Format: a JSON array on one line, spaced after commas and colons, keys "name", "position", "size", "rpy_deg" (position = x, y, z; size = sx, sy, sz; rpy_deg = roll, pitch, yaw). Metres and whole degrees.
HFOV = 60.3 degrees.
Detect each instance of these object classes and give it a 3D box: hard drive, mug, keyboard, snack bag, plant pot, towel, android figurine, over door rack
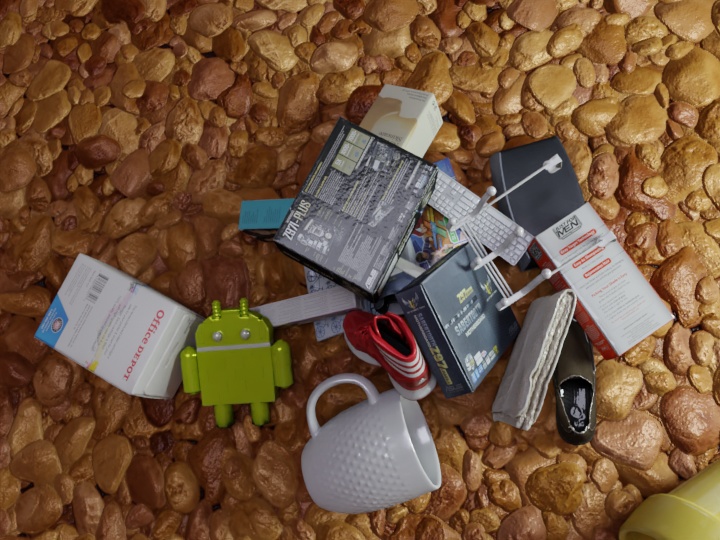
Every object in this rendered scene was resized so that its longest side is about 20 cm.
[{"name": "hard drive", "position": [0.289, -0.112, 0.990], "size": [0.132, 0.042, 0.204], "rpy_deg": [-14, 74, 6]}, {"name": "mug", "position": [-0.001, 0.244, 0.889], "size": [0.173, 0.148, 0.203], "rpy_deg": [-24, 97, 12]}, {"name": "keyboard", "position": [0.178, -0.088, 0.979], "size": [0.199, 0.011, 0.057], "rpy_deg": [39, 91, 17]}, {"name": "snack bag", "position": [0.000, 0.000, 1.003], "size": [0.196, 0.021, 0.193], "rpy_deg": [-16, 74, 19]}, {"name": "plant pot", "position": [0.466, 0.341, 0.782], "size": [0.188, 0.202, 0.201], "rpy_deg": [-36, 72, -18]}, {"name": "towel", "position": [0.245, 0.127, 0.893], "size": [0.034, 0.133, 0.204], "rpy_deg": [22, 80, -1]}, {"name": "android figurine", "position": [-0.195, 0.145, 0.978], "size": [0.178, 0.041, 0.205], "rpy_deg": [-3, 96, 5]}, {"name": "over door rack", "position": [0.238, -0.060, 0.861], "size": [0.198, 0.067, 0.149], "rpy_deg": [-30, 75, -3]}]

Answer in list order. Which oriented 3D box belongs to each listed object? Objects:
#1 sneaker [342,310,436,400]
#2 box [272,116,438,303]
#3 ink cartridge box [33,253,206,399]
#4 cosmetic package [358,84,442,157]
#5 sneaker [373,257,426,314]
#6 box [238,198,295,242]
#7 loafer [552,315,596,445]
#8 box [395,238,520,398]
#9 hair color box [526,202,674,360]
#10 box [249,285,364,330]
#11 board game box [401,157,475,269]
[{"name": "sneaker", "position": [0.030, 0.083, 0.872], "size": [0.078, 0.117, 0.199], "rpy_deg": [-36, 41, -20]}, {"name": "box", "position": [-0.004, -0.083, 0.883], "size": [0.161, 0.086, 0.203], "rpy_deg": [26, 82, 8]}, {"name": "ink cartridge box", "position": [-0.374, 0.094, 1.000], "size": [0.197, 0.145, 0.149], "rpy_deg": [26, 82, 15]}, {"name": "cosmetic package", "position": [0.042, -0.199, 1.012], "size": [0.104, 0.071, 0.202], "rpy_deg": [19, 70, 31]}, {"name": "sneaker", "position": [0.022, 0.012, 0.941], "size": [0.197, 0.075, 0.086], "rpy_deg": [26, 82, 20]}, {"name": "box", "position": [-0.093, -0.081, 1.004], "size": [0.196, 0.082, 0.050], "rpy_deg": [0, 77, 24]}, {"name": "loafer", "position": [0.315, 0.149, 0.906], "size": [0.071, 0.071, 0.205], "rpy_deg": [-7, 75, 8]}, {"name": "box", "position": [0.145, 0.060, 0.878], "size": [0.051, 0.199, 0.160], "rpy_deg": [-25, 94, 38]}, {"name": "hair color box", "position": [0.343, 0.016, 0.898], "size": [0.100, 0.061, 0.202], "rpy_deg": [-30, 76, -3]}, {"name": "box", "position": [-0.091, 0.063, 0.994], "size": [0.196, 0.039, 0.042], "rpy_deg": [-15, 75, 19]}, {"name": "board game box", "position": [0.114, -0.068, 1.013], "size": [0.133, 0.034, 0.204], "rpy_deg": [-18, 74, 6]}]
